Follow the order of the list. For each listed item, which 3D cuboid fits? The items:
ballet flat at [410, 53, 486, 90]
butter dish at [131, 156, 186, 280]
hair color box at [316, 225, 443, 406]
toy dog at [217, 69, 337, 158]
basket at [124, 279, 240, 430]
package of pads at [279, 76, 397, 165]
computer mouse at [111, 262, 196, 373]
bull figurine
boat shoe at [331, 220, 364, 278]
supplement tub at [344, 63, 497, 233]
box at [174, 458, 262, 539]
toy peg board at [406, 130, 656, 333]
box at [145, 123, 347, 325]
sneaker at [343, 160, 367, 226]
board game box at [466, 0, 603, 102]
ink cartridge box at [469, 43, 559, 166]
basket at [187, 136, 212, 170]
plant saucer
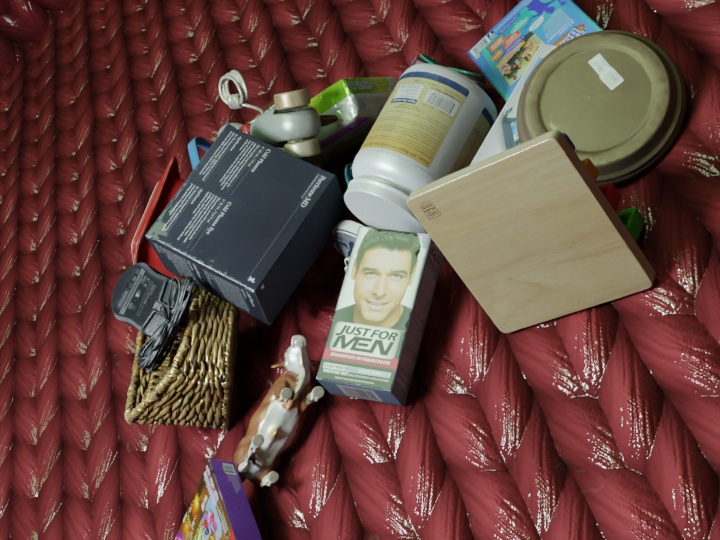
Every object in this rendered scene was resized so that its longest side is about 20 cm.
[{"bbox_3d":[0.117,-0.256,1.804,0.072,0.069,0.200,-67,26,8],"label":"ballet flat"},{"bbox_3d":[-0.263,-0.038,1.991,0.200,0.147,0.201,96,-171,-56],"label":"butter dish"},{"bbox_3d":[0.025,0.053,1.529,0.098,0.061,0.201,7,68,23],"label":"hair color box"},{"bbox_3d":[-0.110,-0.204,1.797,0.199,0.096,0.133,26,117,43],"label":"toy dog"},{"bbox_3d":[-0.244,0.102,1.752,0.201,0.148,0.143,-88,3,-46],"label":"basket"},{"bbox_3d":[-0.043,-0.213,1.882,0.199,0.069,0.154,-27,-6,34],"label":"package of pads"},{"bbox_3d":[-0.281,0.053,1.751,0.200,0.053,0.139,31,93,55],"label":"computer mouse"},{"bbox_3d":[-0.098,0.178,1.596,0.201,0.065,0.121,-66,8,-7],"label":"bull figurine"},{"bbox_3d":[0.000,0.000,1.661,0.093,0.075,0.200,-48,31,-12],"label":"boat shoe"},{"bbox_3d":[0.077,-0.149,1.654,0.144,0.144,0.201,4,60,53],"label":"supplement tub"},{"bbox_3d":[-0.168,0.337,1.512,0.137,0.039,0.200,-67,27,19],"label":"box"},{"bbox_3d":[0.192,-0.058,1.379,0.199,0.199,0.098,-21,26,39],"label":"toy peg board"},{"bbox_3d":[-0.149,-0.062,1.715,0.181,0.104,0.200,27,70,22],"label":"box"},{"bbox_3d":[0.021,-0.142,1.779,0.073,0.082,0.201,-33,34,29],"label":"sneaker"},{"bbox_3d":[0.237,-0.290,1.691,0.152,0.045,0.200,-42,32,13],"label":"board game box"},{"bbox_3d":[0.238,-0.166,1.519,0.176,0.045,0.201,24,81,49],"label":"ink cartridge box"},{"bbox_3d":[-0.178,-0.095,1.896,0.139,0.176,0.201,-36,45,29],"label":"basket"},{"bbox_3d":[0.273,-0.192,1.473,0.199,0.029,0.201,-9,67,21],"label":"plant saucer"}]
